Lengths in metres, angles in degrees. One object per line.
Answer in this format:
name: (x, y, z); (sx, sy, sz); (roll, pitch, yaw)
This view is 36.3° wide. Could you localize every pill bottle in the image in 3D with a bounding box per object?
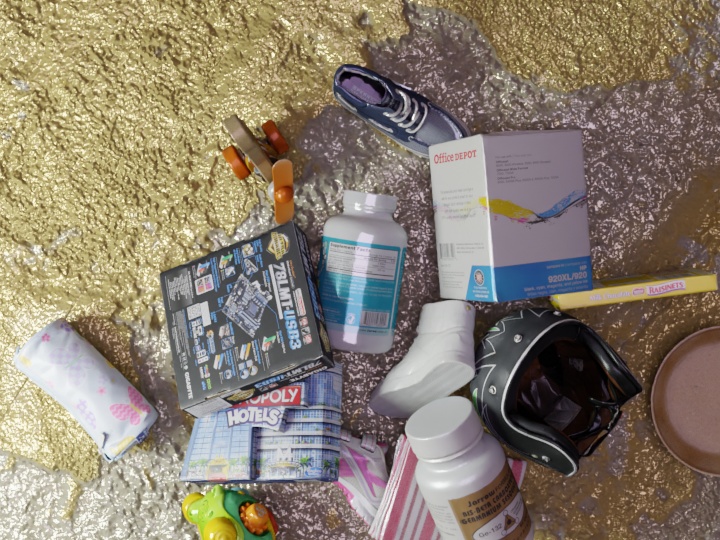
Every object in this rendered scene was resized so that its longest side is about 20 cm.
pill bottle: (0.000, 0.000, 1.410); (0.110, 0.111, 0.201); (8, 93, 0)
pill bottle: (0.132, 0.263, 1.358); (0.114, 0.114, 0.201); (-23, 110, 2)

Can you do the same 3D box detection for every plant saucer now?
plant saucer: (0.479, 0.170, 1.452); (0.199, 0.035, 0.201); (0, 93, 0)

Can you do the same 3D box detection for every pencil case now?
pencil case: (-0.358, 0.156, 1.435); (0.200, 0.083, 0.091); (46, 71, -1)

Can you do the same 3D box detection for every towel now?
towel: (0.118, 0.299, 1.439); (0.199, 0.030, 0.147); (16, 94, -25)

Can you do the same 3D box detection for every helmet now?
helmet: (0.230, 0.142, 1.371); (0.191, 0.200, 0.200); (40, 93, 10)

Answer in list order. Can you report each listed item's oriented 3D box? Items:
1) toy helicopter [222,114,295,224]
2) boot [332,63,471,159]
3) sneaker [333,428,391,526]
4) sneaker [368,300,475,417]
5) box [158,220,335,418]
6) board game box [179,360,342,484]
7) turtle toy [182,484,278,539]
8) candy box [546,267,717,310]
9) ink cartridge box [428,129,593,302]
toy helicopter: (-0.126, -0.135, 1.359); (0.079, 0.200, 0.133); (-32, 75, 2)
boot: (0.052, -0.200, 1.408); (0.199, 0.090, 0.073); (25, 93, -1)
sneaker: (-0.012, 0.243, 1.444); (0.088, 0.081, 0.200); (-44, 100, 1)
sneaker: (0.085, 0.111, 1.420); (0.074, 0.200, 0.116); (26, 52, -23)
box: (-0.146, 0.061, 1.384); (0.198, 0.050, 0.201); (-21, 61, 11)
board game box: (-0.125, 0.168, 1.398); (0.199, 0.062, 0.201); (-7, 72, 23)
turtle toy: (-0.152, 0.366, 1.428); (0.101, 0.146, 0.201); (-21, 105, -20)
candy box: (0.345, 0.023, 1.412); (0.199, 0.102, 0.027); (-7, 92, 1)
ink cartridge box: (0.185, -0.069, 1.367); (0.144, 0.147, 0.201); (-6, 94, -22)
